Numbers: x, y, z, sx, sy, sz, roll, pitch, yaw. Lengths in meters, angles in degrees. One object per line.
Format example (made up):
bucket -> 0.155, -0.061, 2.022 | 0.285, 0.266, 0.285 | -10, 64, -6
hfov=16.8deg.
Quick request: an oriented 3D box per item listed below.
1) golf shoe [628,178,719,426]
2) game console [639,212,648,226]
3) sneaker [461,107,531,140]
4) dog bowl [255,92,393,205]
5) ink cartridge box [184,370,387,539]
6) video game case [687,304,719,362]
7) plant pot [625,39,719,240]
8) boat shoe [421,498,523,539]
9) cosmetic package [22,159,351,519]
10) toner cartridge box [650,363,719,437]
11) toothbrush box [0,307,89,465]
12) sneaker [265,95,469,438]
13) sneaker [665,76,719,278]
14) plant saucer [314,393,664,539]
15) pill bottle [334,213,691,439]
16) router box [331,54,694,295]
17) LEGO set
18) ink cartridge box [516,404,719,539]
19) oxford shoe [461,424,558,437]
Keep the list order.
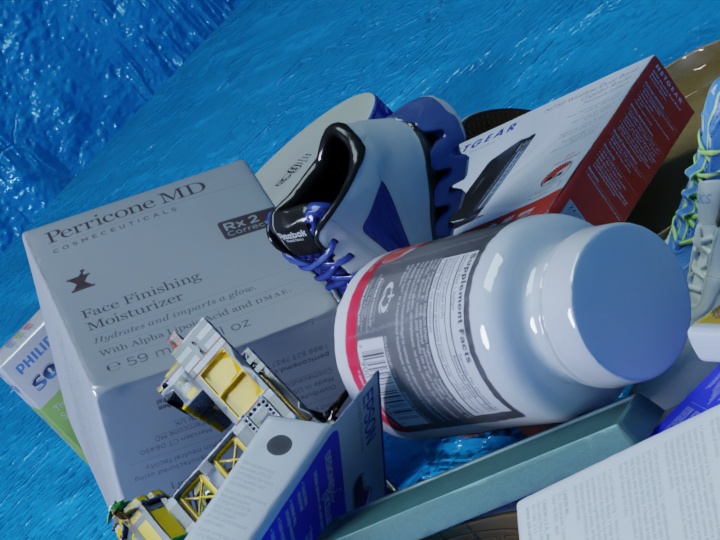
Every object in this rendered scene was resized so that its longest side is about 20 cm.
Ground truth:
golf shoe -> 0.198, -0.002, 1.311 | 0.200, 0.097, 0.078 | -47, 17, -10
game console -> 0.147, -0.034, 1.660 | 0.200, 0.031, 0.177 | -29, 20, 44
sneaker -> 0.085, -0.057, 1.811 | 0.200, 0.073, 0.085 | -36, -34, -47
dog bowl -> -0.035, -0.059, 2.103 | 0.200, 0.079, 0.200 | -40, 15, 13
ink cartridge box -> -0.049, 0.176, 1.341 | 0.200, 0.043, 0.199 | -53, -25, -32
video game case -> 0.278, -0.008, 1.160 | 0.182, 0.023, 0.200 | -35, 16, -23
plant pot -> 0.199, -0.070, 1.551 | 0.200, 0.027, 0.200 | -38, 23, 19
boat shoe -> 0.051, 0.152, 1.316 | 0.200, 0.071, 0.069 | -30, 21, 44
cosmetic package -> -0.106, 0.063, 1.579 | 0.164, 0.166, 0.200 | -19, 36, -12
toner cartridge box -> 0.165, 0.109, 1.194 | 0.200, 0.043, 0.095 | -44, 16, -4
toothbrush box -> -0.143, 0.086, 1.742 | 0.146, 0.200, 0.086 | -46, 11, -10
sneaker -> 0.000, -0.001, 1.430 | 0.115, 0.201, 0.080 | -4, 2, -34
sneaker -> 0.212, -0.055, 1.403 | 0.200, 0.105, 0.076 | -39, 15, 13
plant saucer -> 0.060, 0.111, 1.256 | 0.199, 0.019, 0.070 | -24, 6, 21
pill bottle -> 0.082, 0.030, 1.311 | 0.200, 0.111, 0.111 | -13, 33, 55
router box -> 0.094, -0.038, 1.543 | 0.199, 0.049, 0.180 | -23, 21, 42
LEGO set -> -0.072, 0.119, 1.433 | 0.154, 0.200, 0.116 | -54, 52, 10
ink cartridge box -> 0.164, 0.132, 1.063 | 0.199, 0.057, 0.163 | -26, 37, 19
oxford shoe -> 0.079, 0.055, 1.500 | 0.071, 0.075, 0.200 | -48, 16, -19
